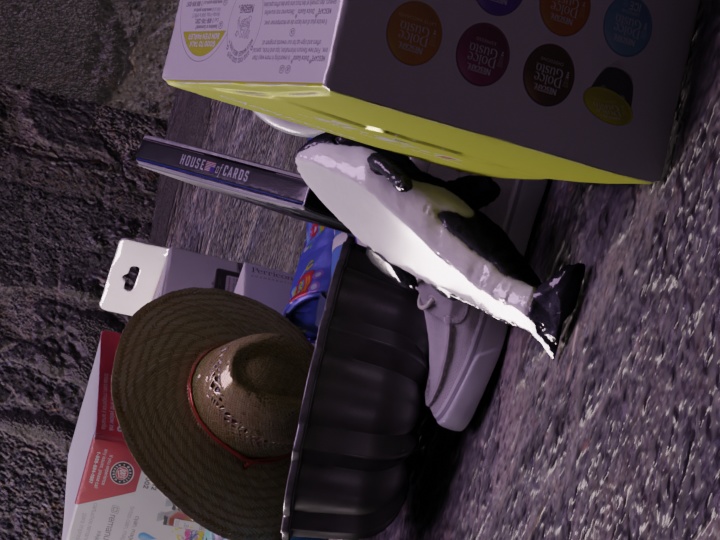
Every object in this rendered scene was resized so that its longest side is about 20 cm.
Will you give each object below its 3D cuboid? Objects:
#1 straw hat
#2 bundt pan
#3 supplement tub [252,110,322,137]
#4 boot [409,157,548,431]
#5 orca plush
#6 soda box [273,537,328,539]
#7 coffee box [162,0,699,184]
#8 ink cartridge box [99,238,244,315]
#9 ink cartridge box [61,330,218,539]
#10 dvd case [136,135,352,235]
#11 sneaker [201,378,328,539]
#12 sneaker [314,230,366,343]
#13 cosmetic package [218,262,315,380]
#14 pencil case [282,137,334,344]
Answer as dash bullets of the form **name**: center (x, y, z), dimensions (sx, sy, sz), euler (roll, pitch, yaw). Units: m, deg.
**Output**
- **straw hat**: center (-0.068, 0.087, 1.686), dimensions (0.085, 0.200, 0.202), euler (-31, 42, 47)
- **bundt pan**: center (0.006, 0.084, 1.561), dimensions (0.202, 0.075, 0.204), euler (13, -90, -86)
- **supplement tub**: center (-0.014, -0.174, 1.827), dimensions (0.200, 0.122, 0.123), euler (-35, -37, -70)
- **boot**: center (0.046, -0.007, 1.457), dimensions (0.074, 0.095, 0.202), euler (-117, 41, -76)
- **orca plush**: center (0.056, -0.035, 1.360), dimensions (0.071, 0.199, 0.106), euler (-42, -47, -23)
- **soda box**: center (-0.029, 0.239, 1.654), dimensions (0.200, 0.067, 0.065), euler (-130, 54, -78)
- **coffee box**: center (0.042, -0.162, 1.234), dimensions (0.200, 0.198, 0.199), euler (9, 86, 62)
- **ink cartridge box**: center (-0.122, 0.049, 2.050), dimensions (0.116, 0.198, 0.067), euler (115, 165, -53)
- **ink cartridge box**: center (-0.134, 0.163, 1.982), dimensions (0.145, 0.198, 0.146), euler (-96, 20, -56)
- **dvd case**: center (-0.037, -0.046, 1.604), dimensions (0.199, 0.150, 0.025), euler (18, 89, 51)
- **sneaker**: center (-0.062, 0.138, 1.772), dimensions (0.078, 0.139, 0.201), euler (-134, 31, -67)
- **sneaker**: center (0.000, 0.000, 1.758), dimensions (0.201, 0.080, 0.147), euler (-101, 29, -54)
- **cosmetic package**: center (-0.056, 0.091, 1.897), dimensions (0.201, 0.107, 0.085), euler (-94, 19, -55)
- **pencil case**: center (-0.012, -0.028, 1.879), dimensions (0.087, 0.078, 0.201), euler (-50, 25, 47)
